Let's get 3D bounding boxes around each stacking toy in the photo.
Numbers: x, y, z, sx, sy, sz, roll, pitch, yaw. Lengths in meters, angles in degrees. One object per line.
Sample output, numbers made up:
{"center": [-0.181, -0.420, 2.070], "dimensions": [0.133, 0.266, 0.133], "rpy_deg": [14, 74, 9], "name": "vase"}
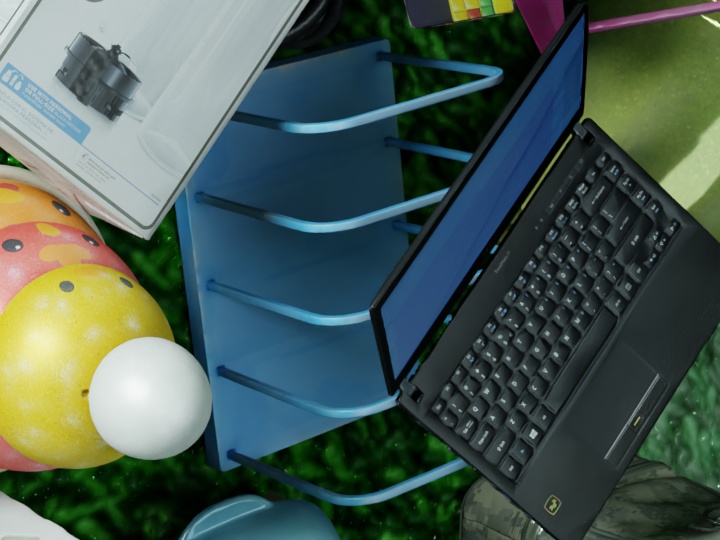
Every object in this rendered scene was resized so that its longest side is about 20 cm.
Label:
{"center": [-0.124, 0.038, 0.872], "dimensions": [0.145, 0.199, 0.147], "rpy_deg": [-10, 107, -38], "name": "stacking toy"}

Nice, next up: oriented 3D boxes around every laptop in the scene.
{"center": [0.101, 0.009, 0.951], "dimensions": [0.200, 0.103, 0.178], "rpy_deg": [41, 74, -19], "name": "laptop"}

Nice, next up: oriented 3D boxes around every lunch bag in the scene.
{"center": [0.157, 0.216, 1.166], "dimensions": [0.139, 0.167, 0.202], "rpy_deg": [-10, 107, -37], "name": "lunch bag"}

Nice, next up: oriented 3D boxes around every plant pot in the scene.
{"center": [0.162, -0.068, 1.109], "dimensions": [0.184, 0.200, 0.200], "rpy_deg": [-48, 126, -8], "name": "plant pot"}

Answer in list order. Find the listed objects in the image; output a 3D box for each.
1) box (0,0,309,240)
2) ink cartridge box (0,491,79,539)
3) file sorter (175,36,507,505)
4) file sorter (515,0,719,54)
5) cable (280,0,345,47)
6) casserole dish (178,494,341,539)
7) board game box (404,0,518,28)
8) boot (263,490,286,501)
{"center": [-0.090, -0.130, 0.886], "dimensions": [0.117, 0.060, 0.201], "rpy_deg": [40, 79, -35], "name": "box"}
{"center": [-0.136, 0.218, 0.938], "dimensions": [0.083, 0.145, 0.201], "rpy_deg": [-36, 121, -27], "name": "ink cartridge box"}
{"center": [0.000, 0.000, 1.018], "dimensions": [0.138, 0.122, 0.202], "rpy_deg": [-18, 112, -35], "name": "file sorter"}
{"center": [0.122, -0.226, 0.932], "dimensions": [0.139, 0.124, 0.202], "rpy_deg": [46, 38, -68], "name": "file sorter"}
{"center": [-0.066, -0.187, 0.958], "dimensions": [0.163, 0.051, 0.201], "rpy_deg": [-39, 123, -26], "name": "cable"}
{"center": [-0.041, 0.211, 1.013], "dimensions": [0.120, 0.039, 0.201], "rpy_deg": [-20, 110, -25], "name": "casserole dish"}
{"center": [0.039, -0.240, 0.980], "dimensions": [0.166, 0.056, 0.201], "rpy_deg": [-71, 150, -64], "name": "board game box"}
{"center": [-0.043, 0.226, 1.077], "dimensions": [0.144, 0.071, 0.201], "rpy_deg": [-48, 123, -13], "name": "boot"}
